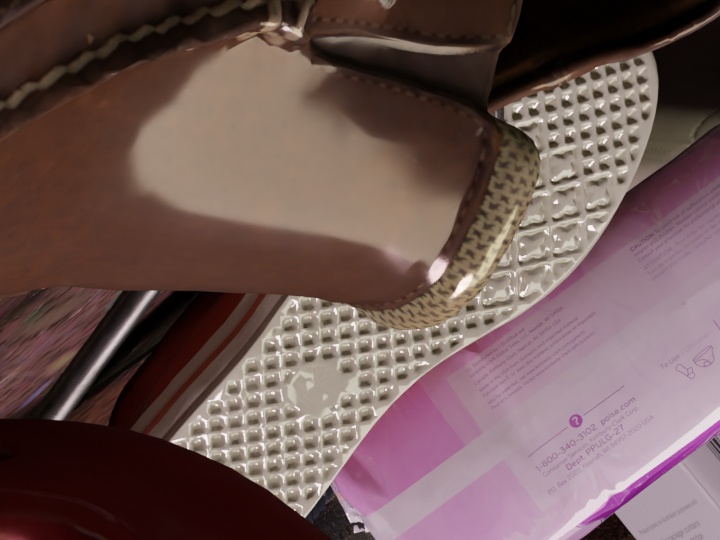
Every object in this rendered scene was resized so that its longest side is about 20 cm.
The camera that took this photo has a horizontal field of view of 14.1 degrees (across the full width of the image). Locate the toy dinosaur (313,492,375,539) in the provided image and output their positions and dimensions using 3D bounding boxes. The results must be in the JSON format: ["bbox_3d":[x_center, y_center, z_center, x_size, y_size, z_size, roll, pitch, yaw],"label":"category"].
[{"bbox_3d":[-0.027,0.117,1.109,0.101,0.202,0.077,1,180,1],"label":"toy dinosaur"}]

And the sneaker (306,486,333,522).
[{"bbox_3d":[-0.073,0.083,1.008,0.078,0.066,0.200,-9,-158,32],"label":"sneaker"}]

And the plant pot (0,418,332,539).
[{"bbox_3d":[-0.092,0.136,0.491,0.200,0.201,0.182,-42,169,23],"label":"plant pot"}]

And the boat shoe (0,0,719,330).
[{"bbox_3d":[-0.008,-0.027,0.359,0.202,0.075,0.075,-36,173,-44],"label":"boat shoe"}]

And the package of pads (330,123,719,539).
[{"bbox_3d":[0.085,0.020,0.865,0.200,0.076,0.121,-37,175,3],"label":"package of pads"}]

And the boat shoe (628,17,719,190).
[{"bbox_3d":[0.099,-0.080,0.930,0.200,0.072,0.063,111,-14,-69],"label":"boat shoe"}]

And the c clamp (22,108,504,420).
[{"bbox_3d":[0.014,-0.047,0.673,0.171,0.027,0.200,-49,170,27],"label":"c clamp"}]

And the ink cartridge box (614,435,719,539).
[{"bbox_3d":[0.138,0.017,1.143,0.145,0.200,0.084,-38,177,-23],"label":"ink cartridge box"}]

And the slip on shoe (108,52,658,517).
[{"bbox_3d":[0.000,0.000,0.797,0.200,0.074,0.061,-47,-151,7],"label":"slip on shoe"}]
